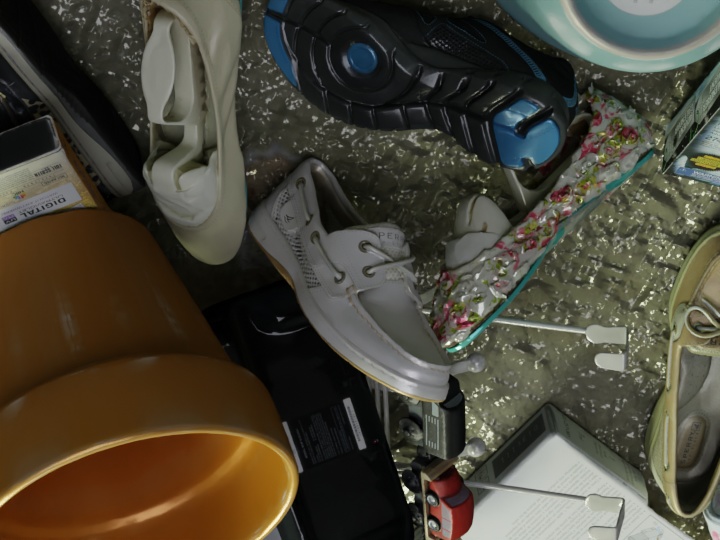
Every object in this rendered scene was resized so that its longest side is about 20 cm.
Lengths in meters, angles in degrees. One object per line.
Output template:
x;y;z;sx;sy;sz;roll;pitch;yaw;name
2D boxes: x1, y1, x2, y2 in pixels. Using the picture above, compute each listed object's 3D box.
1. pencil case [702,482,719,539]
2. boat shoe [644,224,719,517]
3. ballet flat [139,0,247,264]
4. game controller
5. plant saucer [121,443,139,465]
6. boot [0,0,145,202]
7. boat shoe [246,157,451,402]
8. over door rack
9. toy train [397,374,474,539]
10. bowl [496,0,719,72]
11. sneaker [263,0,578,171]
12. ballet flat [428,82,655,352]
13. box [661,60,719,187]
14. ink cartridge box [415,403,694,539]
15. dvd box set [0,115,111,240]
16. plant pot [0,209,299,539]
0.311;0.211;1.549;0.090;0.083;0.200;-15;121;28;pencil case
0.233;0.066;1.478;0.073;0.063;0.201;10;118;-8;boat shoe
-0.109;-0.087;1.374;0.069;0.070;0.201;-1;115;-2;ballet flat
-0.037;0.108;1.418;0.104;0.042;0.201;-20;96;-17;game controller
-0.179;0.166;1.479;0.050;0.200;0.201;-16;131;-45;plant saucer
-0.243;-0.089;1.358;0.153;0.074;0.204;-29;127;13;boot
0.000;0.000;1.363;0.071;0.200;0.069;16;115;-46;boat shoe
0.087;0.079;1.447;0.199;0.067;0.148;14;125;25;over door rack
0.053;0.149;1.442;0.046;0.034;0.201;20;129;34;toy train
0.166;-0.196;1.309;0.200;0.105;0.202;-2;118;-3;bowl
0.037;-0.124;1.366;0.199;0.082;0.073;24;127;6;sneaker
0.099;-0.038;1.384;0.200;0.076;0.064;-45;104;-17;ballet flat
0.302;-0.080;1.373;0.199;0.040;0.137;12;155;-9;box
0.128;0.213;1.565;0.173;0.044;0.200;37;110;-21;ink cartridge box
-0.219;-0.008;1.372;0.146;0.030;0.200;-21;149;3;dvd box set
-0.157;0.073;1.326;0.199;0.184;0.201;-15;148;-10;plant pot
